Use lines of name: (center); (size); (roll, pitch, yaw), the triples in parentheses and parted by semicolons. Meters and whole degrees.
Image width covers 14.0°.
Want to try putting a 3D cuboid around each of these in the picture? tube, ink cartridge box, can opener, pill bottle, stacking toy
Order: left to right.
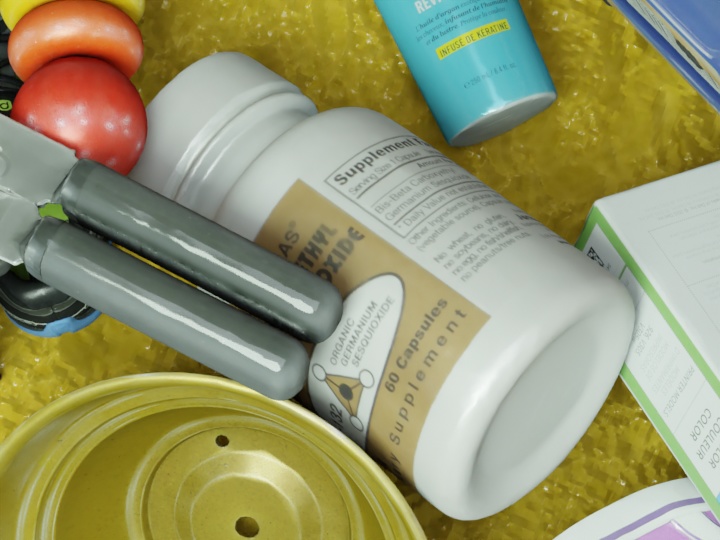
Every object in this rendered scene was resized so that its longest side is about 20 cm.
stacking toy: (-0.119, -0.121, 1.183); (0.085, 0.085, 0.200); (-3, 63, -1)
can opener: (-0.103, -0.009, 1.119); (0.200, 0.067, 0.053); (27, 70, 8)
pill bottle: (0.000, 0.000, 1.169); (0.200, 0.114, 0.114); (36, 85, 25)
tube: (0.020, -0.151, 1.242); (0.077, 0.050, 0.200); (-23, 80, -10)
ink cartridge box: (0.176, 0.048, 1.161); (0.104, 0.059, 0.200); (-17, 59, -28)

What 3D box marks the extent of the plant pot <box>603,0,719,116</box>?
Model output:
plant pot: (0.178, -0.155, 1.149); (0.180, 0.200, 0.200); (-42, 64, 3)

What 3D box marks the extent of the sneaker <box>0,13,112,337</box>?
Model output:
sneaker: (-0.149, -0.071, 1.211); (0.071, 0.083, 0.200); (-18, 85, -2)

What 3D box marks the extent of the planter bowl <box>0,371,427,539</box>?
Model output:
planter bowl: (-0.054, 0.118, 1.179); (0.200, 0.083, 0.201); (5, 112, 13)

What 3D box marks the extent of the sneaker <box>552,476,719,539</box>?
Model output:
sneaker: (0.162, 0.140, 1.158); (0.200, 0.073, 0.114); (-13, 48, -16)
